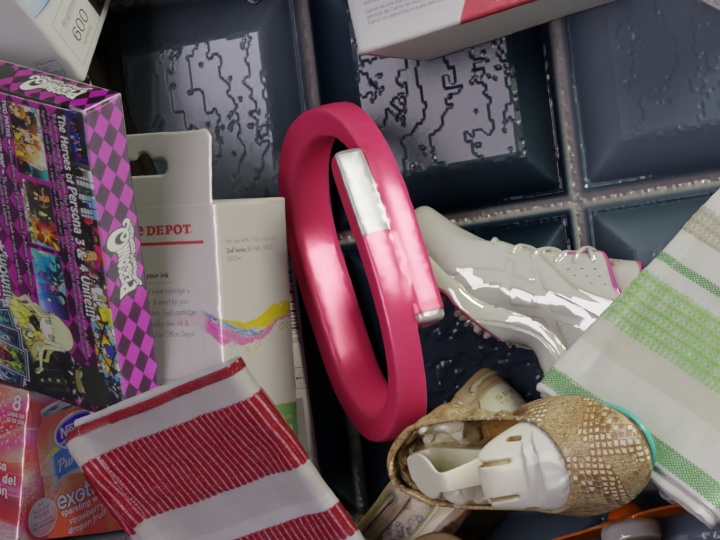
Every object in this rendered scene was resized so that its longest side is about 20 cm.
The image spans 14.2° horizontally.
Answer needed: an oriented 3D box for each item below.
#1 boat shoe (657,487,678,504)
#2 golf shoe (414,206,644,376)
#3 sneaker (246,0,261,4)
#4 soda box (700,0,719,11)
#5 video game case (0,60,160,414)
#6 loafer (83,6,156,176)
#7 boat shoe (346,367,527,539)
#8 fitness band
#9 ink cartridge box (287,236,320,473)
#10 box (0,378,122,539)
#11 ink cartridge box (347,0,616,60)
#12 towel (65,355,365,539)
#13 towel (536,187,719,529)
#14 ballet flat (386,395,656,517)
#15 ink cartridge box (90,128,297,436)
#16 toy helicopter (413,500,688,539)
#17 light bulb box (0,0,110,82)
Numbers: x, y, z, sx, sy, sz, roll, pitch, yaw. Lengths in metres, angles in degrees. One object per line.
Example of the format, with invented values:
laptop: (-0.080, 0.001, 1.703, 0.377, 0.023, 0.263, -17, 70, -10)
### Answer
boat shoe: (0.247, 0.074, 1.571, 0.201, 0.075, 0.065, -18, 117, 14)
golf shoe: (0.112, 0.014, 1.655, 0.200, 0.075, 0.092, 38, 99, 15)
sneaker: (-0.085, -0.249, 1.753, 0.113, 0.076, 0.201, 14, 64, -8)
soda box: (0.226, -0.242, 1.585, 0.070, 0.063, 0.201, 32, 105, 24)
video game case: (-0.200, -0.025, 1.678, 0.181, 0.036, 0.201, 17, 124, 38)
loafer: (-0.181, -0.084, 1.794, 0.073, 0.071, 0.201, -26, 68, 28)
boat shoe: (0.031, 0.146, 1.700, 0.200, 0.073, 0.063, -46, 64, 10)
fitness band: (0.000, 0.000, 1.684, 0.144, 0.037, 0.201, 129, 127, -67)
ink cartridge box: (-0.118, 0.072, 1.799, 0.199, 0.050, 0.162, -10, 86, 42)
box: (-0.242, 0.103, 1.810, 0.199, 0.102, 0.095, 10, 97, 40)
ink cartridge box: (0.057, -0.237, 1.667, 0.145, 0.083, 0.201, -15, 83, 29)
towel: (-0.067, 0.152, 1.650, 0.144, 0.023, 0.200, -22, 108, 36)
towel: (0.208, 0.033, 1.554, 0.200, 0.031, 0.149, -45, 49, -9)
ballet flat: (0.080, 0.107, 1.560, 0.200, 0.065, 0.071, -11, 99, 60)
ink cartridge box: (-0.102, 0.018, 1.709, 0.117, 0.067, 0.201, -1, 93, 40)
toy helicopter: (0.120, 0.180, 1.627, 0.199, 0.079, 0.133, 14, 79, 10)
light bulb box: (-0.240, -0.237, 1.724, 0.124, 0.200, 0.199, -9, 49, 28)
